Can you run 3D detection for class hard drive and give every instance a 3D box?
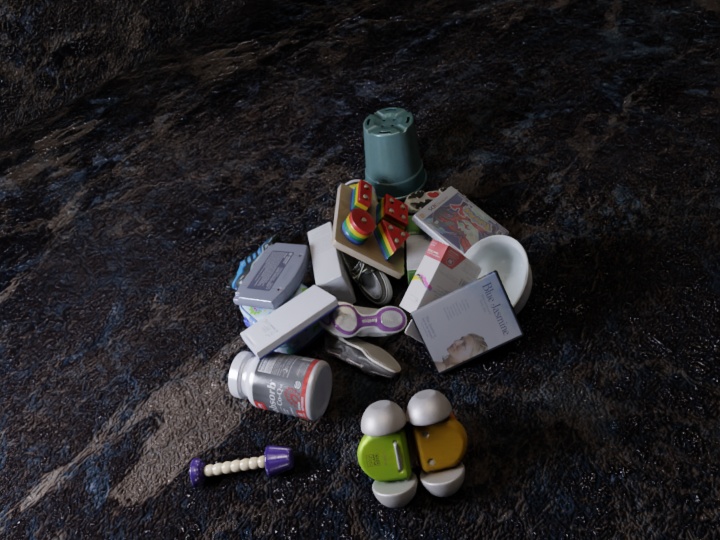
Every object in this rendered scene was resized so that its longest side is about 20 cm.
[{"bbox_3d":[-0.152,0.106,1.163,0.197,0.026,0.131,-33,23,-18],"label":"hard drive"}]

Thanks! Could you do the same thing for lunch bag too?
[{"bbox_3d":[-0.181,0.102,1.280,0.160,0.084,0.198,-38,49,-25],"label":"lunch bag"}]

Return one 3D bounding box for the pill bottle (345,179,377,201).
[{"bbox_3d":[-0.003,-0.139,1.458,0.110,0.117,0.204,-9,43,3],"label":"pill bottle"}]

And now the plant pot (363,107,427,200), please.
[{"bbox_3d":[0.092,-0.345,1.584,0.192,0.200,0.204,-6,43,6],"label":"plant pot"}]

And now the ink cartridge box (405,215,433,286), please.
[{"bbox_3d":[0.165,-0.053,1.370,0.100,0.061,0.204,-4,45,7],"label":"ink cartridge box"}]

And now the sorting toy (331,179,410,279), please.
[{"bbox_3d":[0.036,-0.113,1.323,0.195,0.070,0.204,25,45,-22],"label":"sorting toy"}]

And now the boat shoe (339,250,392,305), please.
[{"bbox_3d":[0.000,0.000,1.310,0.072,0.070,0.202,-45,66,18],"label":"boat shoe"}]

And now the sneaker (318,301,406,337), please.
[{"bbox_3d":[0.002,0.119,1.204,0.192,0.100,0.078,6,72,-2],"label":"sneaker"}]

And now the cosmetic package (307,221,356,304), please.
[{"bbox_3d":[-0.072,-0.011,1.348,0.069,0.103,0.204,-21,44,7],"label":"cosmetic package"}]

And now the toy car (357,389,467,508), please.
[{"bbox_3d":[0.089,0.303,0.979,0.192,0.182,0.150,-13,8,0],"label":"toy car"}]

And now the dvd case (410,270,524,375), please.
[{"bbox_3d":[0.216,0.108,1.107,0.195,0.146,0.018,-27,8,11],"label":"dvd case"}]

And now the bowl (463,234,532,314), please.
[{"bbox_3d":[0.301,0.035,1.199,0.198,0.089,0.208,-27,50,38],"label":"bowl"}]

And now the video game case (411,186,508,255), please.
[{"bbox_3d":[0.252,-0.111,1.365,0.199,0.023,0.181,41,52,16],"label":"video game case"}]

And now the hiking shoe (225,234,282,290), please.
[{"bbox_3d":[-0.275,-0.027,1.439,0.084,0.076,0.203,10,48,21],"label":"hiking shoe"}]

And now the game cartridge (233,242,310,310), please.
[{"bbox_3d":[-0.200,0.012,1.293,0.129,0.042,0.203,1,42,26],"label":"game cartridge"}]

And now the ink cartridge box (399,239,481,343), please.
[{"bbox_3d":[0.163,0.054,1.180,0.205,0.115,0.067,-62,30,0],"label":"ink cartridge box"}]

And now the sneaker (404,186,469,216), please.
[{"bbox_3d":[0.205,-0.170,1.473,0.192,0.084,0.083,-2,58,-11],"label":"sneaker"}]

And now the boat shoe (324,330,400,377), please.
[{"bbox_3d":[0.002,0.188,1.180,0.196,0.059,0.066,27,20,30],"label":"boat shoe"}]

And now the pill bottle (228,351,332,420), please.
[{"bbox_3d":[-0.164,0.230,1.123,0.193,0.118,0.118,6,46,20],"label":"pill bottle"}]

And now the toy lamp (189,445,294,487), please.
[{"bbox_3d":[-0.223,0.372,1.040,0.192,0.059,0.059,-12,43,6],"label":"toy lamp"}]
